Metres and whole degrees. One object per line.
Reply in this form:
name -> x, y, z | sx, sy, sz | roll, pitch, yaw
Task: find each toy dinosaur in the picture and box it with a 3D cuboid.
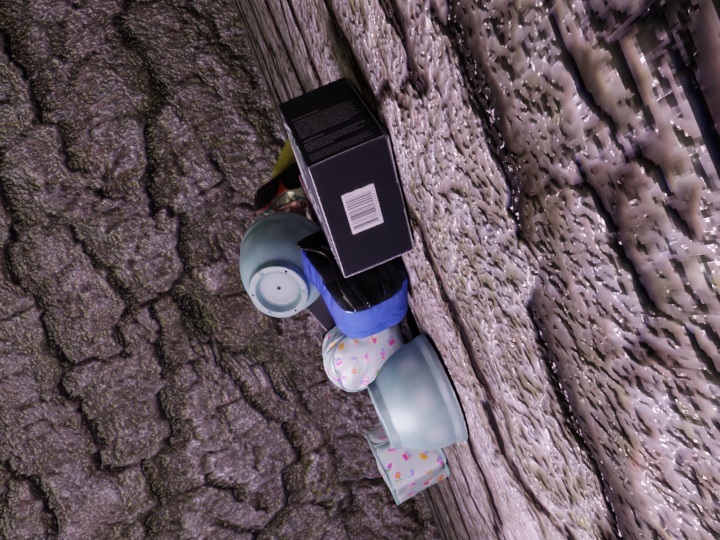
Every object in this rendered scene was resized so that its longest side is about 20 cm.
toy dinosaur -> -0.155, -0.064, 1.490 | 0.085, 0.205, 0.134 | 26, -166, 33

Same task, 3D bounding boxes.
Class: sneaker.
sneaker -> -0.138, -0.172, 1.551 | 0.093, 0.197, 0.072 | 29, -138, -48

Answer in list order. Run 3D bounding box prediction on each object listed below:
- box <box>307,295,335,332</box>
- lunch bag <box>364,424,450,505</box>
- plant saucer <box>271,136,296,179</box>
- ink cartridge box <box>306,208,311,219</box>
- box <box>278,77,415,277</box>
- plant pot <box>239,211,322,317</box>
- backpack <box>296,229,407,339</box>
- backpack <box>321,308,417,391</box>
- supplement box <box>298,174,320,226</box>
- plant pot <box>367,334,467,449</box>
box -> -0.050, 0.097, 1.563 | 0.142, 0.078, 0.200 | 51, 179, -7
lunch bag -> 0.117, 0.468, 1.842 | 0.123, 0.167, 0.202 | 71, 172, -50
plant saucer -> -0.138, -0.287, 1.638 | 0.047, 0.204, 0.200 | 24, 176, -3
ink cartridge box -> -0.090, -0.191, 1.636 | 0.117, 0.066, 0.203 | -72, -26, -43
box -> -0.021, -0.140, 1.050 | 0.198, 0.121, 0.203 | -114, 5, -50
plant pot -> -0.155, 0.007, 1.415 | 0.135, 0.195, 0.204 | -85, -21, -56
backpack -> 0.002, 0.023, 1.296 | 0.201, 0.160, 0.170 | 53, 165, 38
backpack -> 0.017, 0.149, 1.402 | 0.127, 0.196, 0.171 | -137, 25, -78
supplement box -> -0.059, -0.151, 1.502 | 0.062, 0.107, 0.201 | 61, 174, 23
plant pot -> 0.091, 0.237, 1.282 | 0.200, 0.131, 0.205 | 157, 90, -86
